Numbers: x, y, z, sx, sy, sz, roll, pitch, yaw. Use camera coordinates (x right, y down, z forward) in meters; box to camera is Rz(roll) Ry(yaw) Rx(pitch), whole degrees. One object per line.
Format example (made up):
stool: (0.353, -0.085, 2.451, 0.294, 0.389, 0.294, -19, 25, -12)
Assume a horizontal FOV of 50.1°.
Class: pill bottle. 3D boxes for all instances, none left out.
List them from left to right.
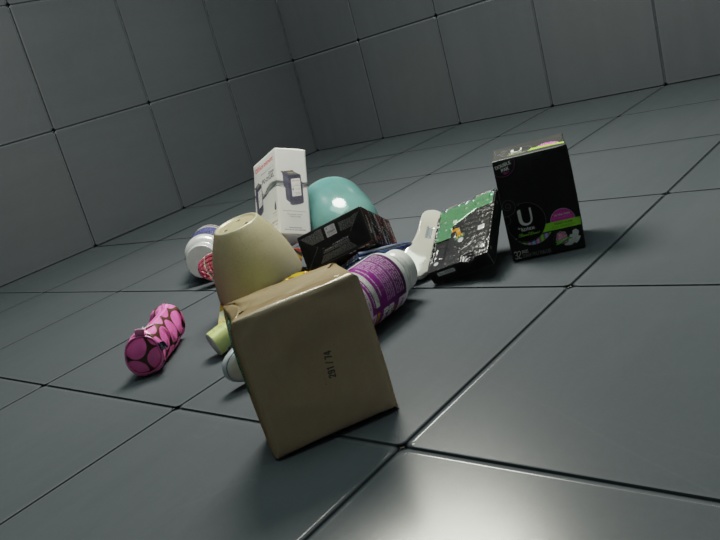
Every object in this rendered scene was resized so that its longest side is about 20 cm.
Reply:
pill bottle: (-0.429, -0.050, 2.153, 0.117, 0.122, 0.200, -16, 15, 1)
pill bottle: (0.020, 0.036, 1.397, 0.111, 0.115, 0.199, -3, 21, 40)

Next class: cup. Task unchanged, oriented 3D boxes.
cup: (-0.241, -0.037, 1.655, 0.196, 0.146, 0.201, -19, 22, 8)

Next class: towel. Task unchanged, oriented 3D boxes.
towel: (0.000, 0.000, 1.550, 0.143, 0.024, 0.199, -15, -14, -38)

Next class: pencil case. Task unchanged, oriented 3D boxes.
pencil case: (-0.411, 0.132, 1.556, 0.089, 0.096, 0.200, -15, 15, 3)

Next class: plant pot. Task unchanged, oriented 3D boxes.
plant pot: (-0.043, -0.102, 1.803, 0.197, 0.205, 0.161, -20, 25, -15)

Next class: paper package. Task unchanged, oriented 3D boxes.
paper package: (-0.069, 0.117, 1.045, 0.187, 0.204, 0.103, -21, 15, -14)

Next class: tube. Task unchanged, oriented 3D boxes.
tube: (-0.212, 0.083, 1.505, 0.199, 0.052, 0.058, -39, 61, -22)

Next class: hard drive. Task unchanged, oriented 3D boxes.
hard drive: (0.211, -0.069, 1.539, 0.138, 0.038, 0.202, -21, 35, 30)

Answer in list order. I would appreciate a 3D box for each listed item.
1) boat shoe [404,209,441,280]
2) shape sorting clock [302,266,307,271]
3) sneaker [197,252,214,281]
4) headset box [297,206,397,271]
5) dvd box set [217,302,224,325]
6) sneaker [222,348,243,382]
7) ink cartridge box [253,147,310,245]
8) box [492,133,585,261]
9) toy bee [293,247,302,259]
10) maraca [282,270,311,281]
boat shoe: (0.132, -0.042, 1.624, 0.070, 0.069, 0.202, 8, 46, 7)
shape sorting clock: (-0.158, 0.026, 1.757, 0.195, 0.040, 0.200, -15, 15, 4)
sneaker: (-0.335, -0.018, 2.047, 0.196, 0.083, 0.074, -14, -1, -20)
headset box: (-0.016, -0.050, 1.552, 0.146, 0.076, 0.199, -25, -13, 16)
dvd box set: (-0.231, 0.071, 1.637, 0.144, 0.030, 0.201, -22, 22, 2)
sneaker: (-0.137, 0.133, 1.300, 0.197, 0.075, 0.070, -23, 13, -23)
ink cartridge box: (-0.184, -0.165, 1.791, 0.083, 0.205, 0.144, 1, -12, -29)
box: (0.348, -0.144, 1.508, 0.145, 0.204, 0.125, -11, 15, 15)
toy bee: (-0.238, -0.002, 1.870, 0.195, 0.111, 0.131, -4, -16, 0)
maraca: (-0.128, 0.074, 1.443, 0.198, 0.108, 0.137, -36, 11, -12)
